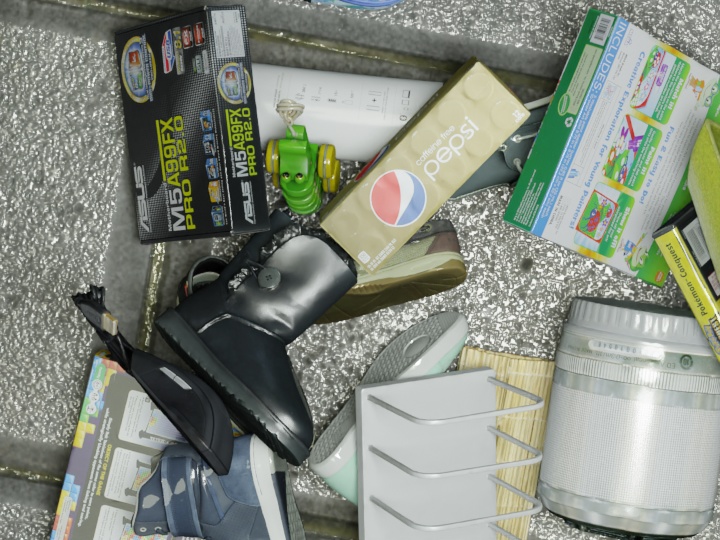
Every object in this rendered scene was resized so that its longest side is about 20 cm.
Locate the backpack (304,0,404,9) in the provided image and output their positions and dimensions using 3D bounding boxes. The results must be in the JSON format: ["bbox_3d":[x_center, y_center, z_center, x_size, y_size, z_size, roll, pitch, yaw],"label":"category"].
[{"bbox_3d":[-0.019,-0.327,1.628,0.198,0.147,0.185,18,96,-1],"label":"backpack"}]

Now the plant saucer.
[{"bbox_3d":[0.354,-0.013,1.588,0.048,0.199,0.202,-28,63,30],"label":"plant saucer"}]

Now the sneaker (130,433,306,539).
[{"bbox_3d":[-0.127,0.241,1.647,0.144,0.077,0.204,-8,113,8],"label":"sneaker"}]

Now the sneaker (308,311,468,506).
[{"bbox_3d":[0.053,0.140,1.694,0.118,0.074,0.201,45,80,-23],"label":"sneaker"}]

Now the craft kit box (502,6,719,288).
[{"bbox_3d":[0.237,-0.105,1.616,0.196,0.048,0.202,20,94,-40],"label":"craft kit box"}]

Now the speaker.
[{"bbox_3d":[-0.025,-0.142,1.670,0.198,0.081,0.082,6,93,2],"label":"speaker"}]

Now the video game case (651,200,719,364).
[{"bbox_3d":[0.335,0.020,1.606,0.025,0.200,0.182,-28,92,30],"label":"video game case"}]

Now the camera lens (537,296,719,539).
[{"bbox_3d":[0.246,0.133,1.629,0.158,0.160,0.202,8,93,2],"label":"camera lens"}]

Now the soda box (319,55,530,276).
[{"bbox_3d":[0.055,-0.093,1.600,0.068,0.064,0.200,43,97,-8],"label":"soda box"}]

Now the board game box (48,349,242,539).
[{"bbox_3d":[-0.191,0.192,1.708,0.164,0.057,0.202,15,93,0],"label":"board game box"}]

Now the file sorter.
[{"bbox_3d":[0.084,0.204,1.611,0.137,0.124,0.202,-6,103,-25],"label":"file sorter"}]

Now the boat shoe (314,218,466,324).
[{"bbox_3d":[0.000,-0.001,1.686,0.199,0.072,0.067,-12,63,16],"label":"boat shoe"}]

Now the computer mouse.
[{"bbox_3d":[-0.172,0.083,1.573,0.046,0.141,0.200,-39,48,-11],"label":"computer mouse"}]

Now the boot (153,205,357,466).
[{"bbox_3d":[-0.062,0.051,1.589,0.168,0.077,0.200,-41,59,-11],"label":"boot"}]

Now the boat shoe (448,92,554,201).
[{"bbox_3d":[0.156,-0.109,1.654,0.198,0.073,0.062,-26,60,-5],"label":"boat shoe"}]

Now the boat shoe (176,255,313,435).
[{"bbox_3d":[-0.104,0.079,1.660,0.073,0.063,0.202,-23,70,-25],"label":"boat shoe"}]

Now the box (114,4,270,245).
[{"bbox_3d":[-0.153,-0.128,1.644,0.044,0.159,0.202,-8,94,-38],"label":"box"}]

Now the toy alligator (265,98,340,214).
[{"bbox_3d":[-0.055,-0.090,1.613,0.059,0.200,0.055,5,74,7],"label":"toy alligator"}]

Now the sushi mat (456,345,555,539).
[{"bbox_3d":[0.122,0.176,1.711,0.095,0.012,0.202,10,94,1],"label":"sushi mat"}]
